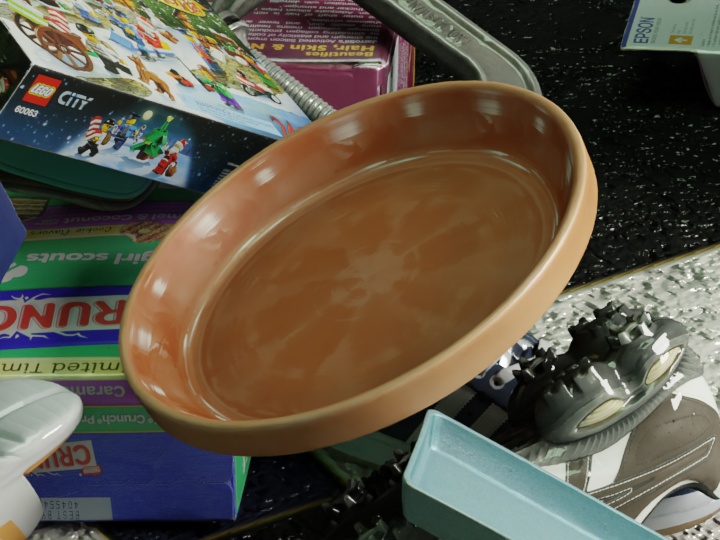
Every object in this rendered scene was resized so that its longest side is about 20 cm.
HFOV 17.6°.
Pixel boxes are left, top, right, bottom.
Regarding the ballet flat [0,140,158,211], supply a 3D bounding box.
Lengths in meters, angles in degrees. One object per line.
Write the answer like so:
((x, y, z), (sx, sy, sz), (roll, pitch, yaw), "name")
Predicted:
((-0.181, -0.069, 1.030), (0.199, 0.068, 0.064), (15, 6, -36), "ballet flat")

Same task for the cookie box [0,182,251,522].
((-0.125, 0.030, 1.037), (0.170, 0.076, 0.200), (0, 27, 5), "cookie box")

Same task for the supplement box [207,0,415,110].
((-0.040, -0.106, 1.264), (0.130, 0.104, 0.200), (4, 27, 6), "supplement box")

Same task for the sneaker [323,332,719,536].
((0.060, 0.038, 0.963), (0.199, 0.109, 0.070), (13, 31, 29), "sneaker")

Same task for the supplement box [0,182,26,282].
((-0.258, -0.013, 0.940), (0.199, 0.110, 0.109), (-2, 45, 25), "supplement box")

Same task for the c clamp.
((-0.004, -0.088, 1.117), (0.170, 0.027, 0.200), (-32, 61, -29), "c clamp")

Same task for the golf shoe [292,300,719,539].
((0.056, 0.101, 0.885), (0.199, 0.095, 0.078), (-33, 16, -2), "golf shoe")

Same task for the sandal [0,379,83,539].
((-0.187, 0.120, 0.896), (0.206, 0.059, 0.079), (-39, 30, -18), "sandal")

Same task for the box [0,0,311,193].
((-0.114, -0.095, 1.015), (0.199, 0.038, 0.137), (14, 30, -52), "box")

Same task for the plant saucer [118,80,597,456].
((0.000, 0.000, 0.906), (0.199, 0.032, 0.201), (-20, 34, 14), "plant saucer")

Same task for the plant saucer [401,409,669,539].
((0.103, 0.114, 0.810), (0.199, 0.019, 0.070), (30, 19, 0), "plant saucer")

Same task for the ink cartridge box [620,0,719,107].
((0.266, -0.152, 1.394), (0.199, 0.044, 0.197), (2, 28, 14), "ink cartridge box")
